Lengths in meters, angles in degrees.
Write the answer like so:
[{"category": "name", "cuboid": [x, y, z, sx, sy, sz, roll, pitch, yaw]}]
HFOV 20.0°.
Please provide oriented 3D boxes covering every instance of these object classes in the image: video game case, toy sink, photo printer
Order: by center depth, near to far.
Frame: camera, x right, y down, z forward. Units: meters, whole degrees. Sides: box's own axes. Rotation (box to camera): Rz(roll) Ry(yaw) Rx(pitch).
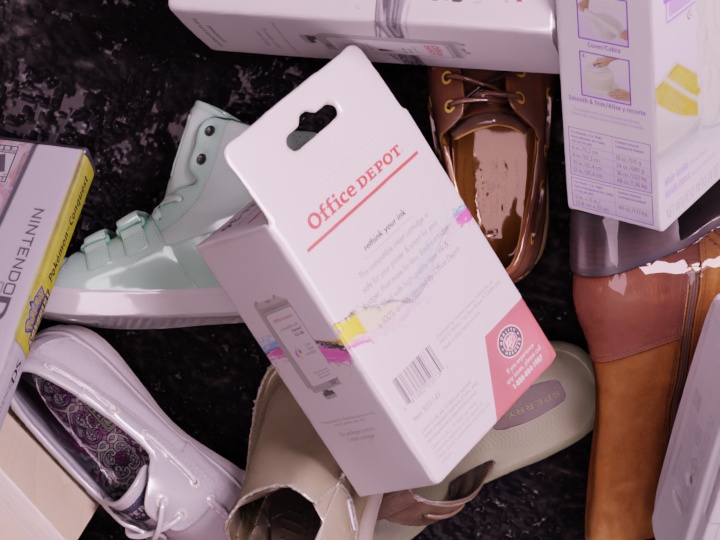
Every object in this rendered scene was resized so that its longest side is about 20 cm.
[{"category": "photo printer", "cuboid": [0.266, 0.085, 1.071, 0.199, 0.070, 0.167, -1, 126, -14]}, {"category": "video game case", "cuboid": [-0.259, 0.000, 1.074, 0.199, 0.026, 0.181, 8, 58, 12]}, {"category": "toy sink", "cuboid": [-0.249, 0.161, 1.118, 0.200, 0.130, 0.112, -41, 95, 7]}]

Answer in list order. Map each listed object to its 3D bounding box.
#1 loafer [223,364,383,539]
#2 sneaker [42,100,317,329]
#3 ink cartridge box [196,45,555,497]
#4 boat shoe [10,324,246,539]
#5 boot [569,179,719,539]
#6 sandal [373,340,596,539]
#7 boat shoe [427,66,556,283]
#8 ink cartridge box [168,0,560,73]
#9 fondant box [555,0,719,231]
[{"category": "loafer", "cuboid": [-0.031, 0.121, 1.082, 0.076, 0.200, 0.068, -20, 141, 25]}, {"category": "sneaker", "cuboid": [-0.110, -0.030, 1.118, 0.200, 0.074, 0.119, -3, 83, 12]}, {"category": "ink cartridge box", "cuboid": [0.000, 0.000, 1.045, 0.067, 0.116, 0.200, -15, 111, 50]}, {"category": "boat shoe", "cuboid": [-0.116, 0.114, 1.117, 0.072, 0.069, 0.200, -36, 94, 25]}, {"category": "boot", "cuboid": [0.207, 0.049, 1.110, 0.188, 0.068, 0.201, -12, 108, -18]}, {"category": "sandal", "cuboid": [0.042, 0.100, 1.130, 0.201, 0.057, 0.080, -32, 96, 7]}, {"category": "boat shoe", "cuboid": [0.072, -0.089, 1.095, 0.072, 0.068, 0.201, -4, 98, 3]}, {"category": "ink cartridge box", "cuboid": [0.015, -0.186, 1.043, 0.199, 0.083, 0.147, 5, 83, 13]}, {"category": "fondant box", "cuboid": [0.158, -0.141, 1.011, 0.058, 0.144, 0.200, 16, 129, 34]}]
